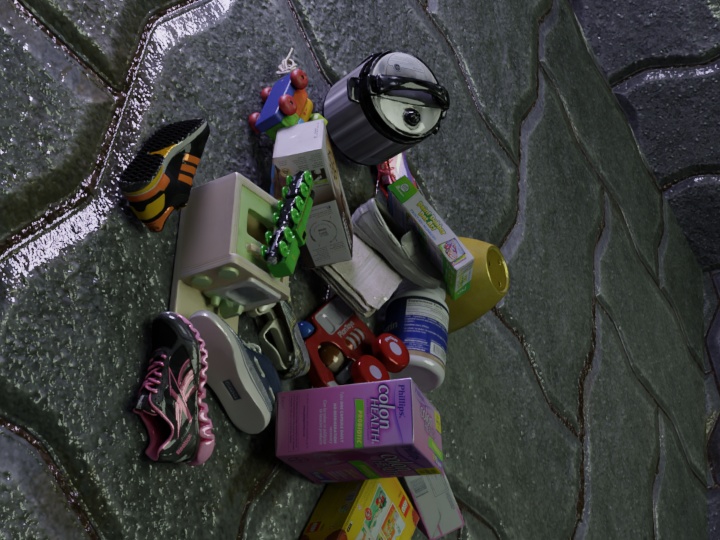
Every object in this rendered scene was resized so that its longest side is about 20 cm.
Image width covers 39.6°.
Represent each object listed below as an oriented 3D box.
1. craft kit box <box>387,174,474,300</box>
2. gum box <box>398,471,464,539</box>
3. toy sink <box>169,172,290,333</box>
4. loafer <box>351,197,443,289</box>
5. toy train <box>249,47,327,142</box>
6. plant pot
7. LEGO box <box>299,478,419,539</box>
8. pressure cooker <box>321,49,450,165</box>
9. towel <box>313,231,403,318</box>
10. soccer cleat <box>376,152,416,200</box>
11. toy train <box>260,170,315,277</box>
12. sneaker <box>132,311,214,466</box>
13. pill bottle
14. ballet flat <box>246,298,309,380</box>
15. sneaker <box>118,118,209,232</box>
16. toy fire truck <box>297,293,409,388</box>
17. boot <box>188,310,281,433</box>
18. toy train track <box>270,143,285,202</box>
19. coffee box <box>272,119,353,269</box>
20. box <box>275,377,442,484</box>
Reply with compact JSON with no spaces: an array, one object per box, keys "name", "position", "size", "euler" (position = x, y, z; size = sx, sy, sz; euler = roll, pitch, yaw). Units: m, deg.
[{"name":"craft kit box","position":[0.125,-0.055,1.805],"size":[0.198,0.049,0.200],"euler":[54,-7,15]},{"name":"gum box","position":[0.093,0.333,1.663],"size":[0.114,0.066,0.200],"euler":[-162,-130,-76]},{"name":"toy sink","position":[-0.174,-0.012,1.397],"size":[0.130,0.112,0.200],"euler":[36,48,-46]},{"name":"loafer","position":[0.073,-0.045,1.750],"size":[0.200,0.070,0.070],"euler":[40,27,-12]},{"name":"toy train","position":[-0.098,-0.274,1.655],"size":[0.116,0.085,0.200],"euler":[45,40,-27]},{"name":"plant pot","position":[0.210,0.014,1.983],"size":[0.200,0.142,0.200],"euler":[33,49,-49]},{"name":"LEGO box","position":[0.001,0.398,1.528],"size":[0.149,0.077,0.200],"euler":[62,32,-21]},{"name":"pressure cooker","position":[0.050,-0.290,1.767],"size":[0.179,0.200,0.176],"euler":[51,57,-12]},{"name":"towel","position":[0.000,0.000,1.690],"size":[0.133,0.034,0.200],"euler":[45,25,-2]},{"name":"soccer cleat","position":[0.053,-0.205,1.908],"size":[0.076,0.067,0.200],"euler":[-44,116,-50]},{"name":"toy train","position":[-0.096,-0.067,1.414],"size":[0.200,0.042,0.056],"euler":[-75,146,-47]},{"name":"sneaker","position":[-0.244,0.149,1.259],"size":[0.095,0.079,0.200],"euler":[1,74,-47]},{"name":"pill bottle","position":[0.099,0.107,1.785],"size":[0.116,0.116,0.200],"euler":[45,41,-40]},{"name":"ballet flat","position":[-0.131,0.070,1.473],"size":[0.072,0.072,0.200],"euler":[-30,102,-59]},{"name":"sneaker","position":[-0.259,-0.132,1.372],"size":[0.200,0.070,0.090],"euler":[-63,144,-49]},{"name":"toy fire truck","position":[-0.030,0.135,1.592],"size":[0.168,0.112,0.200],"euler":[47,32,2]},{"name":"boot","position":[-0.174,0.124,1.389],"size":[0.090,0.073,0.200],"euler":[-66,140,-56]},{"name":"toy train track","position":[-0.125,-0.118,1.603],"size":[0.115,0.033,0.200],"euler":[33,48,-48]},{"name":"coffee box","position":[-0.071,-0.118,1.567],"size":[0.113,0.080,0.200],"euler":[-90,167,-59]},{"name":"box","position":[0.001,0.236,1.444],"size":[0.176,0.200,0.097],"euler":[55,30,-60]}]
